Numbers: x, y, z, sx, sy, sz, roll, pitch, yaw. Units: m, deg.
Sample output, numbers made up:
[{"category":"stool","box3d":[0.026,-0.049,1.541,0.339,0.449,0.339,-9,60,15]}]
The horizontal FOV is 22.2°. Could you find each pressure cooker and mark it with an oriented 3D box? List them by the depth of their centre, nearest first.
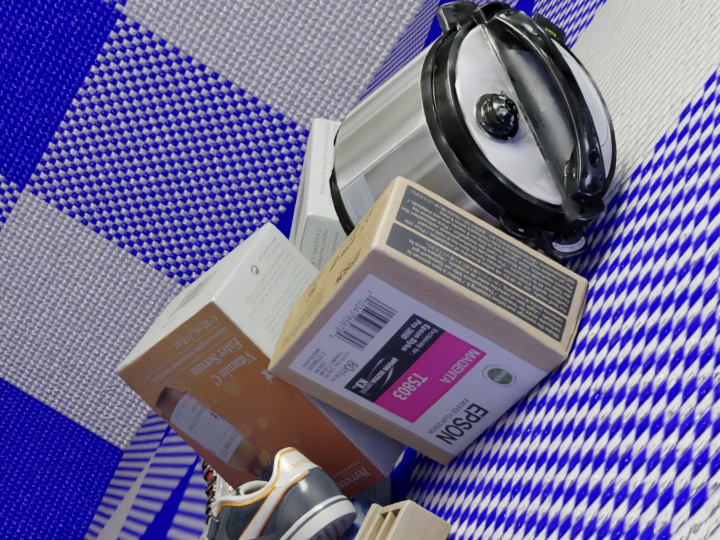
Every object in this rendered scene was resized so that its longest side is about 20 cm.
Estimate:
[{"category":"pressure cooker","box3d":[0.093,-0.089,1.368,0.200,0.175,0.180,-36,28,46]}]

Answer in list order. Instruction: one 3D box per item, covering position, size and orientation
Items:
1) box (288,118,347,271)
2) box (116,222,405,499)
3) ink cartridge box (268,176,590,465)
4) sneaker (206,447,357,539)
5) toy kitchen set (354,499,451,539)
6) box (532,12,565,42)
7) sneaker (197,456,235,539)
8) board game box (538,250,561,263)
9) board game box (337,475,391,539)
[{"category":"box","box3d":[0.000,0.000,1.647,0.200,0.129,0.202,-88,9,-62]},{"category":"box","box3d":[-0.068,0.091,1.490,0.152,0.200,0.107,-36,13,43]},{"category":"ink cartridge box","box3d":[0.046,0.042,1.346,0.200,0.164,0.076,-50,14,51]},{"category":"sneaker","box3d":[-0.083,0.218,1.445,0.200,0.080,0.078,-49,-22,29]},{"category":"toy kitchen set","box3d":[-0.079,0.222,1.334,0.182,0.199,0.163,-61,9,-18]},{"category":"box","box3d":[0.140,-0.149,1.903,0.201,0.047,0.194,-55,11,27]},{"category":"sneaker","box3d":[-0.129,0.204,1.791,0.078,0.082,0.201,-40,23,56]},{"category":"board game box","box3d":[0.127,-0.009,1.539,0.201,0.026,0.200,-56,8,18]},{"category":"board game box","box3d":[-0.042,0.267,1.507,0.201,0.043,0.199,-57,8,13]}]
